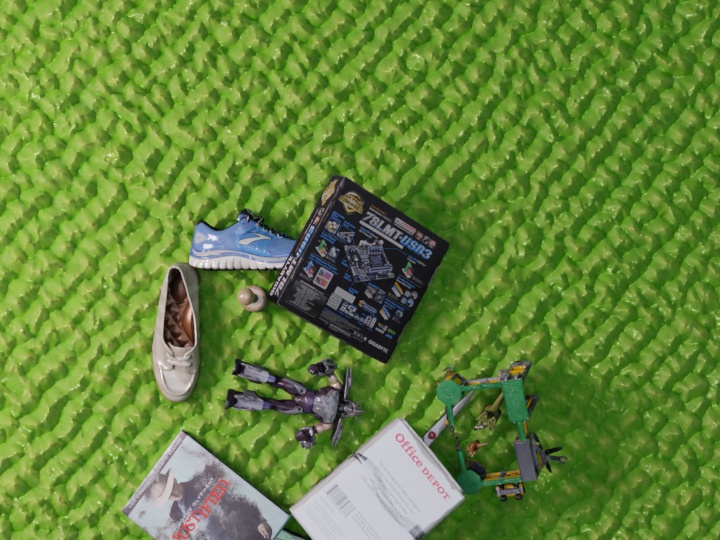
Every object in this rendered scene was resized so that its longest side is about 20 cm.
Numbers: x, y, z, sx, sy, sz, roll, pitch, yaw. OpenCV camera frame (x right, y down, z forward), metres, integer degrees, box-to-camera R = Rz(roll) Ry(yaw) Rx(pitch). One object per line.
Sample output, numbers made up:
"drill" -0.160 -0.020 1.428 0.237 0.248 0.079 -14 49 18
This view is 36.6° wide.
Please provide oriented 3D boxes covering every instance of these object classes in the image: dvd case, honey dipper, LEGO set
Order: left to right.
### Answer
"dvd case" -0.217 0.341 1.529 0.200 0.022 0.146 36 86 13
"honey dipper" -0.147 0.037 1.476 0.038 0.200 0.038 0 87 -3
"LEGO set" 0.193 0.214 1.542 0.153 0.116 0.201 -18 95 20

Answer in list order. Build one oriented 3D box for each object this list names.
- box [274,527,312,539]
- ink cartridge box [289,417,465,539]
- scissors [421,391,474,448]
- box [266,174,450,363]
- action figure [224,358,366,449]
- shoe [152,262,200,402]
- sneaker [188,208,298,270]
"box" -0.077 0.457 1.538 0.199 0.036 0.145 23 86 -2
"ink cartridge box" 0.023 0.321 1.505 0.200 0.083 0.145 -39 85 -10
"scissors" 0.089 0.242 1.567 0.073 0.014 0.201 30 87 1
"box" 0.000 0.000 1.524 0.200 0.050 0.199 30 84 -26
"action figure" -0.088 0.183 1.538 0.199 0.069 0.131 12 81 -5
"shoe" -0.262 0.087 1.542 0.070 0.053 0.201 1 87 -2
"sneaker" -0.143 -0.044 1.543 0.199 0.079 0.090 1 89 -2
